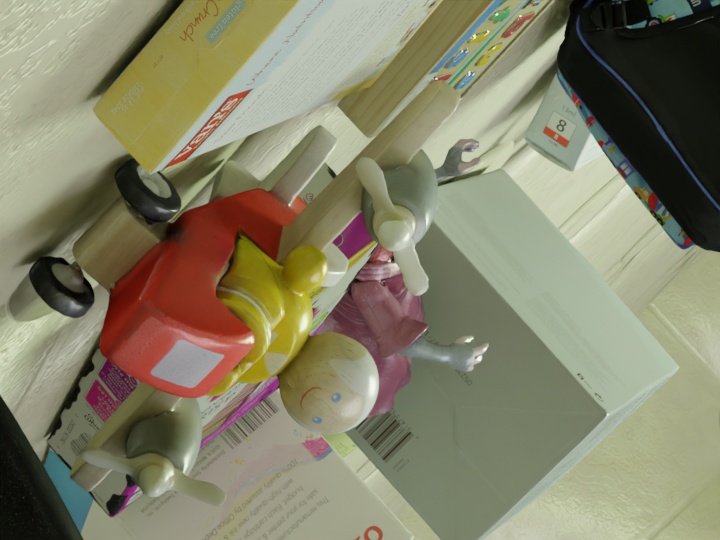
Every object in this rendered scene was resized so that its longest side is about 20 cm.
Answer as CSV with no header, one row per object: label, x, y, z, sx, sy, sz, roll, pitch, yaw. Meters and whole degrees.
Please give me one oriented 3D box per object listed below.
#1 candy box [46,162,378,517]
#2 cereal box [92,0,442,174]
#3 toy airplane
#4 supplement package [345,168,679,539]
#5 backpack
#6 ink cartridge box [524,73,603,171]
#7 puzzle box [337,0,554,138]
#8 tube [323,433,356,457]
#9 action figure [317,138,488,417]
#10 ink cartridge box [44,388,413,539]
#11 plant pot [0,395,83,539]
candy box,-0.079,0.037,1.534,0.136,0.061,0.200,-37,170,-31
cereal box,-0.008,-0.116,1.152,0.144,0.040,0.200,-47,171,26
toy airplane,-0.043,0.014,1.294,0.199,0.141,0.200,-40,171,-24
supplement package,0.078,0.056,1.925,0.147,0.191,0.200,-44,171,19
backpack,0.238,-0.132,1.728,0.200,0.183,0.135,-38,174,-13
ink cartridge box,0.193,-0.174,1.893,0.162,0.050,0.201,-30,147,-55
puzzle box,0.082,-0.151,1.460,0.200,0.025,0.133,-47,172,24
tube,-0.049,0.150,2.343,0.200,0.052,0.058,-42,131,18
action figure,0.000,0.000,1.720,0.148,0.135,0.200,0,151,-2
ink cartridge box,-0.075,0.157,1.675,0.128,0.200,0.125,-38,171,-24
plant pot,-0.199,0.176,1.262,0.200,0.178,0.200,-41,172,-20
